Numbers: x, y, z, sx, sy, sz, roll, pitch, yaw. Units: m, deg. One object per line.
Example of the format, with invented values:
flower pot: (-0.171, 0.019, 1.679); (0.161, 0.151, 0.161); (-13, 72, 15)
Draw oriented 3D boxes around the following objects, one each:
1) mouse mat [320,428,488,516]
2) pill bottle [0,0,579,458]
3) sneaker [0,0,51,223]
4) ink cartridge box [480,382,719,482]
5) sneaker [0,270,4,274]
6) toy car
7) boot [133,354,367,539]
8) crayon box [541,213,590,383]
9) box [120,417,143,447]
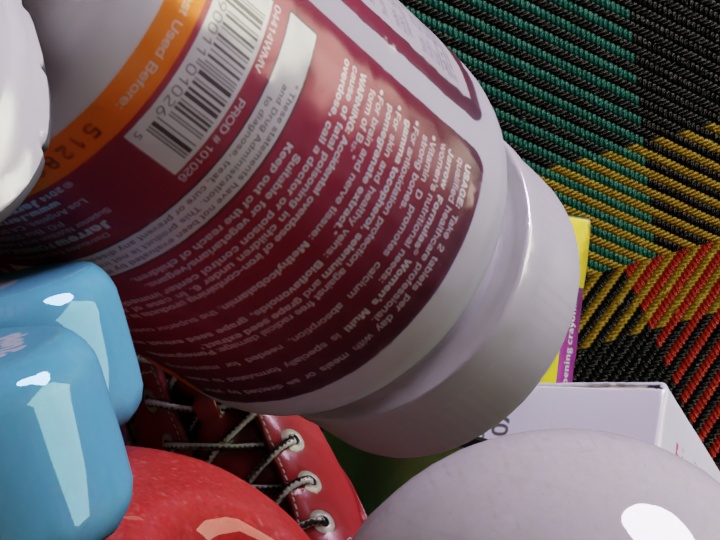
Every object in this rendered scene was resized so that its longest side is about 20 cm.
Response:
mouse mat: (0.007, 0.126, 0.700); (0.200, 0.008, 0.161); (-177, -84, -73)
pill bottle: (-0.033, -0.030, 0.554); (0.200, 0.109, 0.110); (38, 28, -47)
sneaker: (-0.104, -0.097, 0.440); (0.087, 0.074, 0.200); (69, 3, -54)
ink cartridge box: (0.087, 0.143, 0.797); (0.200, 0.083, 0.145); (51, 44, -54)
sneaker: (-0.083, -0.069, 0.623); (0.075, 0.106, 0.200); (85, -10, -78)
toy car: (0.012, 0.081, 0.443); (0.177, 0.200, 0.185); (-119, -166, -81)
boot: (-0.035, 0.060, 0.641); (0.200, 0.072, 0.144); (-120, -171, -65)
crayon box: (0.005, 0.065, 0.943); (0.058, 0.172, 0.200); (8, -89, 51)
box: (-0.067, 0.132, 0.726); (0.137, 0.039, 0.200); (76, -1, -62)
